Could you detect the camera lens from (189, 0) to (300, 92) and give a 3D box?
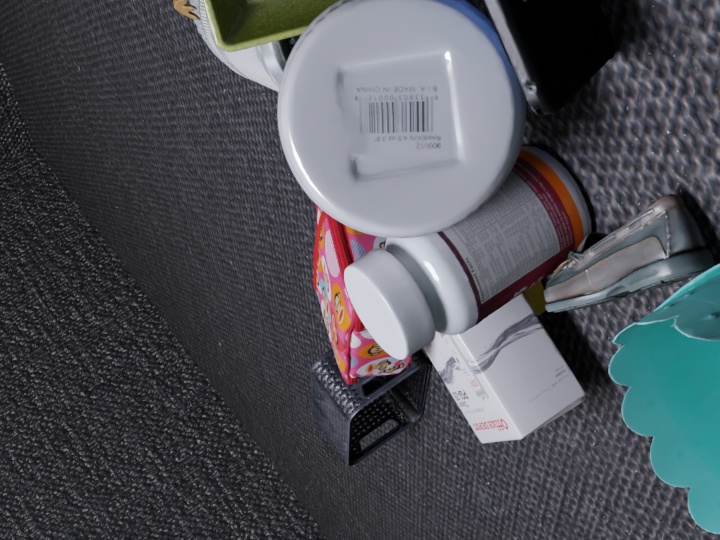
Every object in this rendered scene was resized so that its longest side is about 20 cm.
[{"bbox_3d":[-0.055,-0.243,1.100,0.200,0.159,0.161,32,149,54],"label":"camera lens"}]

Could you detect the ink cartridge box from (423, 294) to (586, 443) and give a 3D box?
[{"bbox_3d":[0.120,0.067,1.185,0.201,0.082,0.147,58,166,3],"label":"ink cartridge box"}]

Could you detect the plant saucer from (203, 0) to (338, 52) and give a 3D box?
[{"bbox_3d":[-0.043,-0.294,0.935,0.048,0.198,0.201,-90,-14,-66],"label":"plant saucer"}]

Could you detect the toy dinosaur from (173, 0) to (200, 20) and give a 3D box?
[{"bbox_3d":[-0.142,-0.282,1.061,0.199,0.107,0.060,6,147,44],"label":"toy dinosaur"}]

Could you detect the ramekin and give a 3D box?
[{"bbox_3d":[0.031,-0.120,0.906,0.202,0.199,0.098,60,-175,-6],"label":"ramekin"}]

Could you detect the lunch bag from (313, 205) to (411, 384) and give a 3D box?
[{"bbox_3d":[0.000,0.000,1.166,0.200,0.081,0.178,98,160,-63],"label":"lunch bag"}]

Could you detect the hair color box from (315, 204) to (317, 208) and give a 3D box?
[{"bbox_3d":[0.024,-0.045,1.312,0.201,0.101,0.061,64,161,-16],"label":"hair color box"}]

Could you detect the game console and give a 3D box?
[{"bbox_3d":[0.088,-0.218,0.845,0.116,0.176,0.201,-13,112,41],"label":"game console"}]

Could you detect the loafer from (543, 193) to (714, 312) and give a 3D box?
[{"bbox_3d":[0.209,-0.011,0.956,0.200,0.071,0.064,-26,76,66],"label":"loafer"}]

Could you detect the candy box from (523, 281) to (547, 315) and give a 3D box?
[{"bbox_3d":[0.119,-0.055,1.162,0.102,0.026,0.201,25,143,61],"label":"candy box"}]

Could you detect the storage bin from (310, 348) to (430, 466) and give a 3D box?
[{"bbox_3d":[0.011,0.167,1.636,0.094,0.135,0.200,50,161,22],"label":"storage bin"}]

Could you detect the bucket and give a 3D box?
[{"bbox_3d":[0.280,0.084,0.781,0.207,0.134,0.208,49,161,24],"label":"bucket"}]

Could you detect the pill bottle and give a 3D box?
[{"bbox_3d":[0.091,-0.014,1.019,0.110,0.199,0.110,50,161,24],"label":"pill bottle"}]
